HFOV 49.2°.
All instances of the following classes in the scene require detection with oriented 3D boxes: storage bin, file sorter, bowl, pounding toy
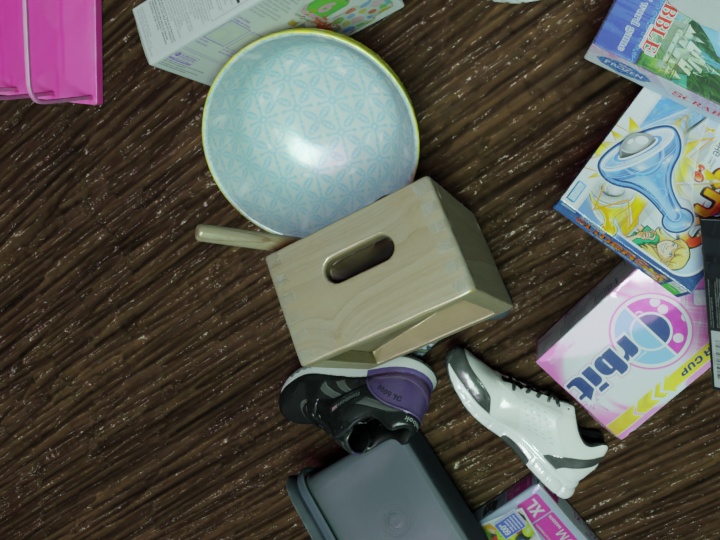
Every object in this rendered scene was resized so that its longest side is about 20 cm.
[{"bbox_3d":[0.042,0.267,0.832,0.134,0.146,0.200,-36,69,11],"label":"storage bin"},{"bbox_3d":[-0.387,-0.247,0.806,0.199,0.125,0.139,8,106,12],"label":"file sorter"},{"bbox_3d":[-0.040,-0.138,0.748,0.200,0.108,0.201,3,120,6],"label":"bowl"},{"bbox_3d":[0.000,0.000,0.691,0.200,0.184,0.142,-25,74,17],"label":"pounding toy"}]

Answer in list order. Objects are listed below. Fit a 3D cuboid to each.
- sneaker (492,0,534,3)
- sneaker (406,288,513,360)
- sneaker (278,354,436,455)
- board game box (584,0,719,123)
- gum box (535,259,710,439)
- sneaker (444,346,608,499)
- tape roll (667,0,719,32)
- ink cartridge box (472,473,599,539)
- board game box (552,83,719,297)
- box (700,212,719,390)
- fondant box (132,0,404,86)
[{"bbox_3d":[0.090,-0.291,0.699,0.200,0.081,0.075,19,107,7],"label":"sneaker"},{"bbox_3d":[0.061,0.056,0.814,0.200,0.074,0.081,-12,114,21],"label":"sneaker"},{"bbox_3d":[-0.020,0.146,0.812,0.200,0.088,0.076,-18,128,38],"label":"sneaker"},{"bbox_3d":[0.322,-0.225,0.647,0.199,0.041,0.200,27,91,5],"label":"board game box"},{"bbox_3d":[0.272,0.057,0.753,0.113,0.066,0.200,43,110,1],"label":"gum box"},{"bbox_3d":[0.169,0.140,0.806,0.200,0.074,0.080,42,107,-9],"label":"sneaker"},{"bbox_3d":[0.316,-0.285,0.593,0.202,0.071,0.203,0,87,5],"label":"tape roll"},{"bbox_3d":[0.157,0.323,0.872,0.200,0.042,0.119,-40,92,22],"label":"ink cartridge box"},{"bbox_3d":[0.282,-0.096,0.681,0.135,0.034,0.200,36,85,6],"label":"board game box"},{"bbox_3d":[0.360,0.005,0.662,0.036,0.200,0.143,8,110,56],"label":"box"},{"bbox_3d":[-0.079,-0.237,0.711,0.200,0.144,0.058,-21,82,23],"label":"fondant box"}]
